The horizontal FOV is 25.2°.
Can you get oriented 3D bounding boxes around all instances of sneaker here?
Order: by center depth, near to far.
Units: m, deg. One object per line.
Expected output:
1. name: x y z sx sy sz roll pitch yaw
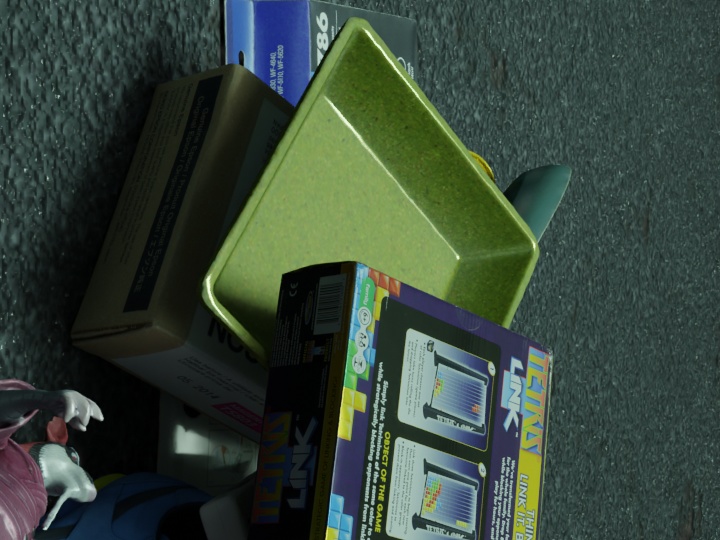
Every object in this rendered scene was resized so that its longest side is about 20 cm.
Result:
1. sneaker: -0.138 0.159 0.804 0.200 0.078 0.066 -35 123 -54

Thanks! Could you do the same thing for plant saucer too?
1. plant saucer: 0.000 0.000 0.881 0.200 0.048 0.200 48 52 -32
2. plant saucer: 0.083 0.003 1.145 0.200 0.027 0.200 -56 -178 3

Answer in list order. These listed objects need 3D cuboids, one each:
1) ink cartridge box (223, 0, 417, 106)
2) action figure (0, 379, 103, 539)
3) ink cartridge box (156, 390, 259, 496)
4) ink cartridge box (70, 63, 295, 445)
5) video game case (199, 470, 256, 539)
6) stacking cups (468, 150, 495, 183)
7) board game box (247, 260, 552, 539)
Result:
1. ink cartridge box: -0.020 -0.123 1.052 0.200 0.039 0.100 -8 99 -60
2. action figure: -0.179 0.123 0.724 0.200 0.148 0.134 -66 149 -73
3. ink cartridge box: -0.057 0.058 1.003 0.200 0.047 0.161 3 89 -45
4. ink cartridge box: -0.048 0.006 0.918 0.200 0.075 0.165 35 58 -39
5. video game case: -0.032 0.209 0.863 0.182 0.023 0.201 18 53 -85
6. stacking cups: 0.055 -0.026 1.112 0.200 0.060 0.061 -66 148 -66
7. board game box: 0.022 0.115 0.810 0.165 0.057 0.201 25 65 -44
